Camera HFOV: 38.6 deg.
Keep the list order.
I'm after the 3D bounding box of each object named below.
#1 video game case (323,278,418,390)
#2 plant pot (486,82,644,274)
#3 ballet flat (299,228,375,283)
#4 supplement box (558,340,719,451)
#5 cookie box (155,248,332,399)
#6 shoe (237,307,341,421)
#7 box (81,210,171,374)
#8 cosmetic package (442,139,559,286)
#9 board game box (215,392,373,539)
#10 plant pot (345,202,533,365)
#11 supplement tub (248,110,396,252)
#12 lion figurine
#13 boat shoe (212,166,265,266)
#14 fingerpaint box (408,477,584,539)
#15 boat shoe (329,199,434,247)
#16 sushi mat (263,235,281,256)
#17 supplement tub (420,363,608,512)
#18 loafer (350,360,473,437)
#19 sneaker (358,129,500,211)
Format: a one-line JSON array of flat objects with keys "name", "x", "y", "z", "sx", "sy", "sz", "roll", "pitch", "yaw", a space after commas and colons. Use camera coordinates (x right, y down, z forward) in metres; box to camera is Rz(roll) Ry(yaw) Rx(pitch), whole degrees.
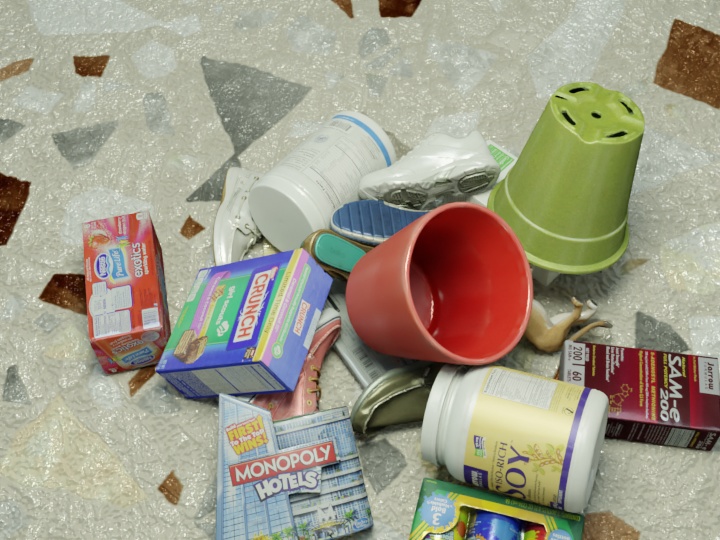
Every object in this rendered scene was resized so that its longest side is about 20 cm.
[{"name": "video game case", "x": 0.037, "y": 0.058, "z": 1.422, "sx": 0.181, "sy": 0.023, "sz": 0.201, "roll": -30, "pitch": 64, "yaw": -16}, {"name": "plant pot", "x": 0.280, "y": -0.134, "z": 1.334, "sx": 0.198, "sy": 0.191, "sz": 0.201, "roll": 5, "pitch": 46, "yaw": -5}, {"name": "ballet flat", "x": 0.000, "y": 0.000, "z": 1.388, "sx": 0.199, "sy": 0.072, "sz": 0.068, "roll": 23, "pitch": 79, "yaw": -29}, {"name": "supplement box", "x": 0.357, "y": 0.160, "z": 1.326, "sx": 0.198, "sy": 0.061, "sz": 0.110, "roll": 6, "pitch": 57, "yaw": 5}, {"name": "cookie box", "x": -0.151, "y": 0.072, "z": 1.339, "sx": 0.199, "sy": 0.075, "sz": 0.172, "roll": -10, "pitch": 49, "yaw": 38}, {"name": "shoe", "x": -0.074, "y": 0.148, "z": 1.341, "sx": 0.091, "sy": 0.072, "sz": 0.200, "roll": 39, "pitch": 77, "yaw": 21}, {"name": "box", "x": -0.321, "y": 0.028, "z": 1.418, "sx": 0.099, "sy": 0.096, "sz": 0.201, "roll": -11, "pitch": 57, "yaw": -5}, {"name": "cosmetic package", "x": 0.226, "y": -0.084, "z": 1.477, "sx": 0.199, "sy": 0.085, "sz": 0.108, "roll": 36, "pitch": 61, "yaw": 24}, {"name": "board game box", "x": -0.099, "y": 0.236, "z": 1.247, "sx": 0.198, "sy": 0.062, "sz": 0.202, "roll": -13, "pitch": 84, "yaw": -6}, {"name": "plant pot", "x": 0.085, "y": 0.026, "z": 1.287, "sx": 0.199, "sy": 0.177, "sz": 0.203, "roll": 7, "pitch": 78, "yaw": -33}, {"name": "supplement tub", "x": -0.051, "y": -0.126, "z": 1.475, "sx": 0.131, "sy": 0.133, "sz": 0.200, "roll": 31, "pitch": 56, "yaw": 21}, {"name": "lion figurine", "x": 0.225, "y": 0.060, "z": 1.375, "sx": 0.199, "sy": 0.123, "sz": 0.073, "roll": 34, "pitch": 18, "yaw": -3}, {"name": "boat shoe", "x": -0.170, "y": -0.071, "z": 1.492, "sx": 0.068, "sy": 0.071, "sz": 0.202, "roll": 1, "pitch": 56, "yaw": 5}, {"name": "fingerpaint box", "x": 0.150, "y": 0.351, "z": 1.200, "sx": 0.198, "sy": 0.074, "sz": 0.168, "roll": 12, "pitch": 57, "yaw": 10}, {"name": "boat shoe", "x": 0.052, "y": -0.044, "z": 1.420, "sx": 0.198, "sy": 0.073, "sz": 0.073, "roll": 6, "pitch": 52, "yaw": -9}, {"name": "sushi mat", "x": -0.045, "y": -0.039, "z": 1.502, "sx": 0.198, "sy": 0.012, "sz": 0.096, "roll": -5, "pitch": 56, "yaw": -1}, {"name": "supplement tub", "x": 0.185, "y": 0.193, "z": 1.228, "sx": 0.198, "sy": 0.146, "sz": 0.146, "roll": 12, "pitch": 57, "yaw": 19}, {"name": "loafer", "x": 0.076, "y": 0.160, "z": 1.328, "sx": 0.199, "sy": 0.076, "sz": 0.070, "roll": -29, "pitch": 56, "yaw": -16}, {"name": "sneaker", "x": 0.090, "y": -0.144, "z": 1.441, "sx": 0.198, "sy": 0.078, "sz": 0.100, "roll": -12, "pitch": 58, "yaw": -3}]
